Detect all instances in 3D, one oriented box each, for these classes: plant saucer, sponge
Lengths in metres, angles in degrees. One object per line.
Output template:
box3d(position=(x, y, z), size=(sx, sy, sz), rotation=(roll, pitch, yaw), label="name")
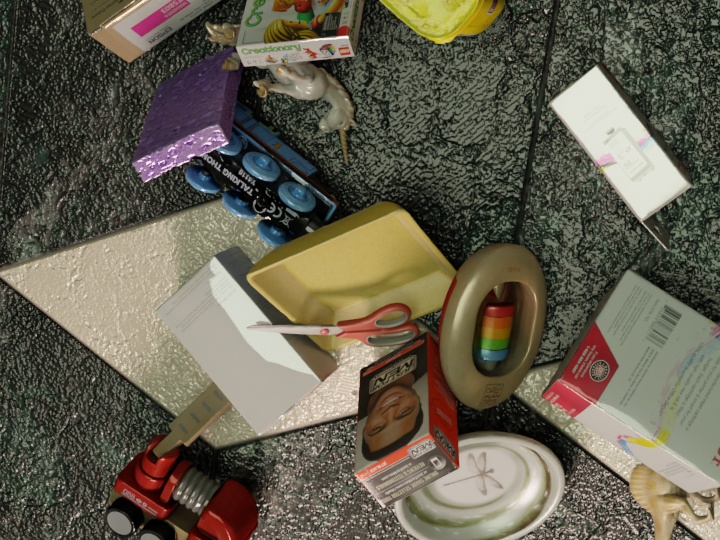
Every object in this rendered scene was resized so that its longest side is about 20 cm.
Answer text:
box3d(position=(0.000, 0.000, 1.434), size=(0.199, 0.200, 0.049), rotation=(-22, 52, 17), label="plant saucer")
box3d(position=(0.135, 0.244, 1.460), size=(0.199, 0.050, 0.201), rotation=(-4, 130, -5), label="plant saucer")
box3d(position=(-0.192, -0.181, 1.429), size=(0.111, 0.200, 0.030), rotation=(-24, 120, 16), label="sponge")

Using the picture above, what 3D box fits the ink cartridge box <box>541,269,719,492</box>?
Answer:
box3d(position=(0.321, 0.123, 1.344), size=(0.200, 0.145, 0.146), rotation=(33, 79, 8), label="ink cartridge box")

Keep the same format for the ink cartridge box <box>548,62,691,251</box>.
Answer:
box3d(position=(0.292, -0.123, 1.345), size=(0.067, 0.116, 0.200), rotation=(-37, 90, 18), label="ink cartridge box")

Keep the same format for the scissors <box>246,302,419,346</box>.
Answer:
box3d(position=(-0.030, 0.074, 1.474), size=(0.199, 0.014, 0.073), rotation=(-9, 142, -2), label="scissors")

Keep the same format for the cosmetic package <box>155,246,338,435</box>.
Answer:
box3d(position=(-0.135, 0.083, 1.517), size=(0.113, 0.081, 0.200), rotation=(-40, 89, 18), label="cosmetic package")

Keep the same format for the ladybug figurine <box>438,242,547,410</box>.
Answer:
box3d(position=(0.142, 0.061, 1.425), size=(0.072, 0.135, 0.201), rotation=(31, 116, 54), label="ladybug figurine")

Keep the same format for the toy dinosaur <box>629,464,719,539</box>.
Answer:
box3d(position=(0.356, 0.260, 1.438), size=(0.101, 0.058, 0.201), rotation=(-4, 91, 31), label="toy dinosaur")

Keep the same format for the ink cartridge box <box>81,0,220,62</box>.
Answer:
box3d(position=(-0.224, -0.358, 1.426), size=(0.199, 0.075, 0.165), rotation=(-29, 58, 18), label="ink cartridge box")

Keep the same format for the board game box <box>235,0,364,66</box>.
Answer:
box3d(position=(-0.057, -0.311, 1.382), size=(0.126, 0.035, 0.201), rotation=(-3, 54, 15), label="board game box")

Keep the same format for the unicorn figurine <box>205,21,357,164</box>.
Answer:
box3d(position=(-0.080, -0.221, 1.434), size=(0.074, 0.137, 0.200), rotation=(-41, 73, 29), label="unicorn figurine")

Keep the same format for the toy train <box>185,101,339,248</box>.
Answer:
box3d(position=(-0.112, -0.109, 1.456), size=(0.200, 0.114, 0.087), rotation=(37, 123, 6), label="toy train")

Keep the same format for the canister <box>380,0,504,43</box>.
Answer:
box3d(position=(0.075, -0.311, 1.326), size=(0.148, 0.200, 0.087), rotation=(43, 107, 4), label="canister")

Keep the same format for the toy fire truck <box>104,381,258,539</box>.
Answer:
box3d(position=(-0.195, 0.253, 1.538), size=(0.176, 0.129, 0.200), rotation=(32, 126, 8), label="toy fire truck")

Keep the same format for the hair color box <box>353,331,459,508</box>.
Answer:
box3d(position=(0.052, 0.163, 1.414), size=(0.101, 0.200, 0.061), rotation=(-31, 114, 17), label="hair color box")
